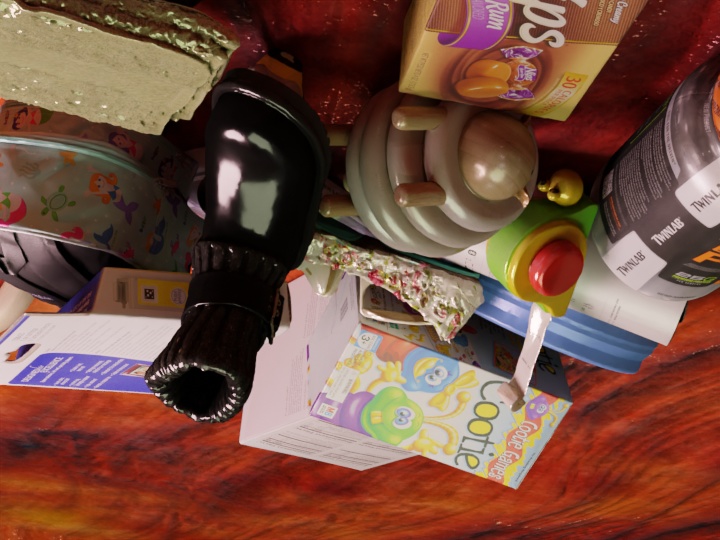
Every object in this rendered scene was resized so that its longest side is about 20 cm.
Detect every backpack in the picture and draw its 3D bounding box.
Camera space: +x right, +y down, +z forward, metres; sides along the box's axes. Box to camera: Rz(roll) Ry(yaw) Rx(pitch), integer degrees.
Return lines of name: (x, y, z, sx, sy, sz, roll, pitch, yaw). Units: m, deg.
backpack: (-0.220, -0.048, 1.059, 0.175, 0.153, 0.200, 5, 172, 23)

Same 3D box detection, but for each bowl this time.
bowl: (0.155, 0.033, 1.197, 0.198, 0.040, 0.201, 22, -173, -3)

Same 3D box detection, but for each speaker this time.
speaker: (0.157, -0.014, 1.078, 0.198, 0.082, 0.081, 21, 161, 10)

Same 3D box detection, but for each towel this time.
towel: (-0.181, -0.137, 0.861, 0.197, 0.037, 0.148, 11, 161, -20)

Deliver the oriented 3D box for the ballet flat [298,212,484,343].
ballet flat: (0.000, 0.000, 1.111, 0.198, 0.065, 0.076, 22, -173, 10)

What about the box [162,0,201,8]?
box: (-0.195, -0.195, 0.829, 0.198, 0.050, 0.160, 18, 154, -32)

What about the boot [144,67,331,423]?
boot: (-0.081, -0.008, 0.903, 0.078, 0.159, 0.212, 18, 148, 13)

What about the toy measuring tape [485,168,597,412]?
toy measuring tape: (0.114, 0.017, 1.020, 0.072, 0.074, 0.202, 10, 120, -11)

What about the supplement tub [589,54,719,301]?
supplement tub: (0.240, -0.065, 0.941, 0.121, 0.124, 0.200, 10, 159, -10)

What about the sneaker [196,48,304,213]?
sneaker: (-0.069, -0.083, 1.027, 0.075, 0.077, 0.200, 28, 155, -1)

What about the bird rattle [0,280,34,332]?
bird rattle: (-0.341, 0.006, 1.211, 0.162, 0.202, 0.112, -30, 147, 19)

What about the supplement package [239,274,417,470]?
supplement package: (-0.003, 0.094, 1.376, 0.149, 0.154, 0.199, 16, 157, -27)

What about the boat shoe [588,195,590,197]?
boat shoe: (0.249, -0.022, 1.127, 0.197, 0.069, 0.075, -2, 158, 20)

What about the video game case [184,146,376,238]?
video game case: (-0.105, -0.053, 1.207, 0.198, 0.024, 0.181, -9, 154, 34)

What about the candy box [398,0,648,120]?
candy box: (0.098, -0.162, 0.824, 0.115, 0.057, 0.200, 9, 160, -8)

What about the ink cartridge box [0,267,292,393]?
ink cartridge box: (-0.182, 0.048, 1.055, 0.197, 0.048, 0.197, 8, 158, -29)

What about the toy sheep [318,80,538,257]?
toy sheep: (0.046, -0.073, 0.973, 0.137, 0.140, 0.199, 21, 170, -35)

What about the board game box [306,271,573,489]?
board game box: (0.064, 0.088, 1.202, 0.198, 0.105, 0.104, 21, 119, -15)
